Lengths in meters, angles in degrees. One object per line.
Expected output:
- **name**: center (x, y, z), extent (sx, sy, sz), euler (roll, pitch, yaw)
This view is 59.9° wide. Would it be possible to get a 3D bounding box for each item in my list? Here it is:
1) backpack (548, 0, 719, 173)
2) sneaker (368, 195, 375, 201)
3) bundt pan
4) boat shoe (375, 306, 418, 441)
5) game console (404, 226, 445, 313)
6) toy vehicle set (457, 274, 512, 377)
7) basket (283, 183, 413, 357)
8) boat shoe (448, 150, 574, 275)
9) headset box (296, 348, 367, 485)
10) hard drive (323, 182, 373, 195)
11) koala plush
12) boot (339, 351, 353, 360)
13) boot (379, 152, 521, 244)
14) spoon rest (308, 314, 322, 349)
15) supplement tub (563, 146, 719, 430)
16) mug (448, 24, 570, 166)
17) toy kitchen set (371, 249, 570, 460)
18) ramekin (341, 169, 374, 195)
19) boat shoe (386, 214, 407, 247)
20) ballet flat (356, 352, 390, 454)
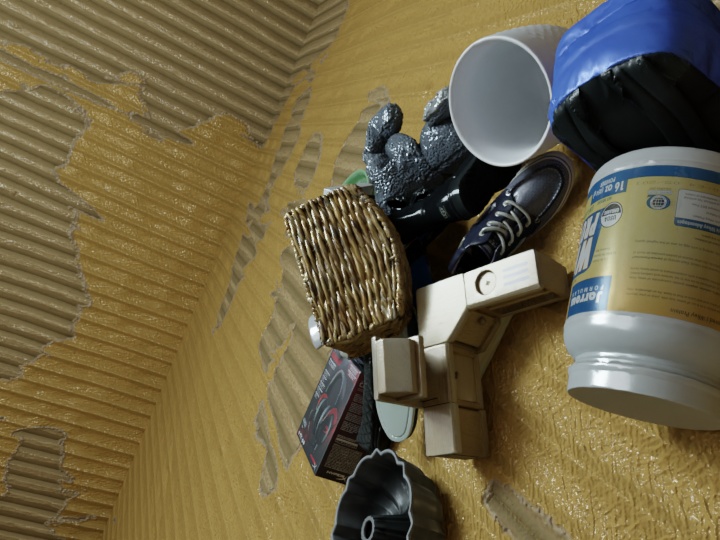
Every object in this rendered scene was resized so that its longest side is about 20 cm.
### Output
- **backpack**: center (0.272, -0.166, 0.579), extent (0.162, 0.196, 0.172), euler (-33, 40, 53)
- **sneaker**: center (0.043, -0.082, 1.082), extent (0.073, 0.198, 0.083), euler (28, 115, 32)
- **bundt pan**: center (0.038, 0.342, 0.806), extent (0.202, 0.074, 0.205), euler (-47, 31, 39)
- **boat shoe**: center (0.061, 0.136, 0.887), extent (0.074, 0.060, 0.206), euler (-12, 72, 40)
- **game console**: center (0.090, 0.032, 1.004), extent (0.170, 0.119, 0.200), euler (-40, -4, -39)
- **toy vehicle set**: center (0.136, 0.103, 0.864), extent (0.204, 0.026, 0.124), euler (-65, 23, 8)
- **basket**: center (0.000, 0.000, 0.866), extent (0.140, 0.149, 0.204), euler (-23, 72, 9)
- **boat shoe**: center (0.188, -0.056, 0.787), extent (0.201, 0.074, 0.093), euler (-55, -6, 36)
- **headset box**: center (-0.024, 0.226, 1.047), extent (0.204, 0.074, 0.148), euler (-66, 21, 5)
- **hard drive**: center (-0.030, -0.043, 1.073), extent (0.026, 0.131, 0.206), euler (15, 108, 28)
- **koala plush**: center (0.117, -0.185, 0.982), extent (0.198, 0.177, 0.186), euler (-28, 32, 38)
- **boot**: center (-0.015, 0.027, 0.980), extent (0.144, 0.072, 0.203), euler (40, 123, 29)
- **boot**: center (0.124, -0.116, 0.900), extent (0.166, 0.077, 0.200), euler (-17, 22, 46)
- **spoon rest**: center (-0.043, 0.092, 1.120), extent (0.099, 0.061, 0.199), euler (-38, -9, 15)
- **supplement tub**: center (0.253, 0.017, 0.530), extent (0.144, 0.142, 0.205), euler (-15, 56, 62)
- **mug**: center (0.235, -0.214, 0.760), extent (0.198, 0.173, 0.151), euler (32, 134, 34)
- **toy kitchen set**: center (0.128, 0.095, 0.704), extent (0.178, 0.161, 0.205), euler (-22, 61, 40)
- **ramekin**: center (0.003, -0.086, 1.235), extent (0.200, 0.096, 0.203), euler (-48, 29, 39)
- **boat shoe**: center (0.017, -0.025, 1.029), extent (0.074, 0.066, 0.200), euler (-42, -4, -31)
- **ballet flat**: center (0.017, 0.179, 0.944), extent (0.056, 0.066, 0.206), euler (7, 98, 36)
